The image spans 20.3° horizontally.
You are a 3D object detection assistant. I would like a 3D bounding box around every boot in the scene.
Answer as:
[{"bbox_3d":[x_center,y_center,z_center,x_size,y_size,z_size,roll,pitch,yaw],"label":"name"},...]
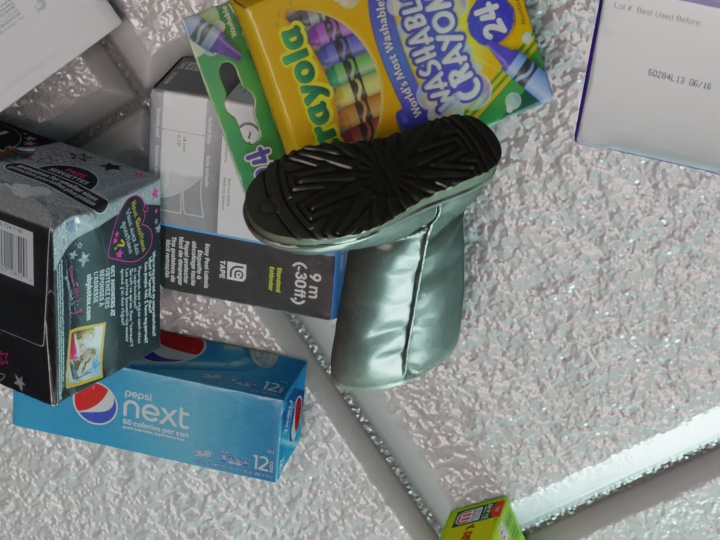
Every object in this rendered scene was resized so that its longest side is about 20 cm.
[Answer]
[{"bbox_3d":[0.000,0.002,1.248,0.180,0.073,0.201,-13,149,-23],"label":"boot"}]

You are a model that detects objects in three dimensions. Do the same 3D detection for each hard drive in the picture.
[{"bbox_3d":[-0.266,-0.205,1.306,0.132,0.025,0.201,-36,102,-6],"label":"hard drive"}]

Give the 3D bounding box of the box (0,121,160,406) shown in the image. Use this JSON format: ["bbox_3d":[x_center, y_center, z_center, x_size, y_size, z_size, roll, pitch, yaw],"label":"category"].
[{"bbox_3d":[-0.240,-0.017,1.338,0.199,0.115,0.133,19,119,29],"label":"box"}]

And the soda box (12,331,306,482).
[{"bbox_3d":[-0.141,0.086,1.416,0.198,0.064,0.068,11,116,10],"label":"soda box"}]

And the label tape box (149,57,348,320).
[{"bbox_3d":[-0.038,-0.049,1.326,0.198,0.063,0.145,10,117,11],"label":"label tape box"}]

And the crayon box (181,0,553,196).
[{"bbox_3d":[0.006,-0.129,1.231,0.199,0.052,0.127,-23,109,-9],"label":"crayon box"}]

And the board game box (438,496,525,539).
[{"bbox_3d":[0.111,0.273,1.410,0.047,0.102,0.201,-18,108,23],"label":"board game box"}]

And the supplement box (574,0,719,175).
[{"bbox_3d":[0.191,-0.141,1.144,0.100,0.200,0.104,13,118,10],"label":"supplement box"}]
